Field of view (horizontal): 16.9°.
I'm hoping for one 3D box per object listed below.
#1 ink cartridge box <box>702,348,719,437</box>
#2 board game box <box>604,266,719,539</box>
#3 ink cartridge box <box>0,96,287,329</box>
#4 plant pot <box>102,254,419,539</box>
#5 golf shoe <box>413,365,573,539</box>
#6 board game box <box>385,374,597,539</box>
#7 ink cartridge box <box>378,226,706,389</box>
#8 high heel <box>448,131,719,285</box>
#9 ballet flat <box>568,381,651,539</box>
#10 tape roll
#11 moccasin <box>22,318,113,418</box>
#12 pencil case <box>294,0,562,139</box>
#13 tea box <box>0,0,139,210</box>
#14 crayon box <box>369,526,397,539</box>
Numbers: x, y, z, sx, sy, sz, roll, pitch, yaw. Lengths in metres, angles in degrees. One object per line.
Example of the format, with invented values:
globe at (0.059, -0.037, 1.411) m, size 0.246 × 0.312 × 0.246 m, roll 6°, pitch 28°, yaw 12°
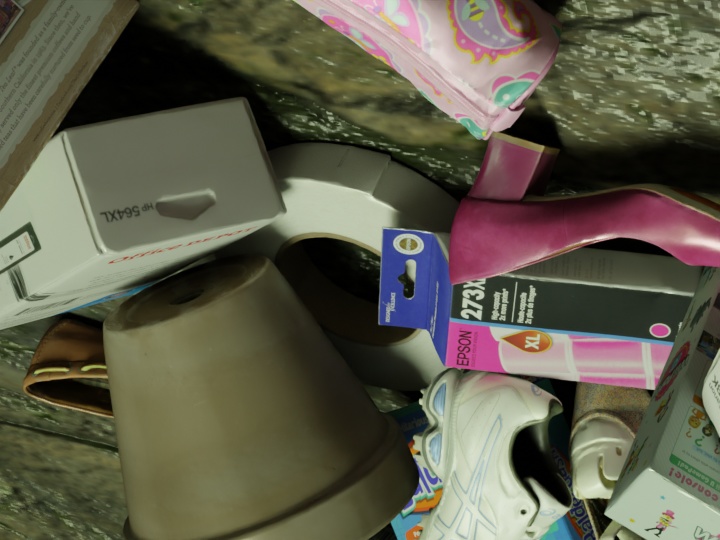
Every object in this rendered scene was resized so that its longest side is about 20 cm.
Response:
ink cartridge box at (0.307, 0.078, 1.297) m, size 0.199 × 0.147 × 0.083 m, roll -13°, pitch 148°, yaw -19°
board game box at (0.242, 0.086, 1.382) m, size 0.147 × 0.200 × 0.064 m, roll 31°, pitch 143°, yaw -4°
ink cartridge box at (-0.164, -0.033, 1.532) m, size 0.200 × 0.146 × 0.085 m, roll -26°, pitch 81°, yaw 51°
plant pot at (-0.083, 0.092, 1.563) m, size 0.199 × 0.200 × 0.174 m, roll -9°, pitch 110°, yaw 40°
golf shoe at (0.088, 0.162, 1.541) m, size 0.097 × 0.078 × 0.201 m, roll 8°, pitch 110°, yaw 34°
board game box at (0.093, 0.172, 1.619) m, size 0.152 × 0.045 × 0.201 m, roll -26°, pitch 85°, yaw 44°
ink cartridge box at (0.109, 0.024, 1.494) m, size 0.199 × 0.037 × 0.095 m, roll 8°, pitch 139°, yaw 5°
high heel at (0.143, -0.009, 1.399) m, size 0.199 × 0.096 × 0.067 m, roll 20°, pitch -173°, yaw 22°
ballet flat at (0.170, 0.152, 1.536) m, size 0.068 × 0.067 × 0.201 m, roll -27°, pitch 76°, yaw 37°
tape roll at (0.000, 0.000, 1.576) m, size 0.202 × 0.037 × 0.203 m, roll 18°, pitch 144°, yaw 14°
moccasin at (-0.151, 0.091, 1.751) m, size 0.200 × 0.078 × 0.074 m, roll 17°, pitch 143°, yaw 15°
pencil case at (0.014, -0.155, 1.335) m, size 0.200 × 0.088 × 0.087 m, roll 33°, pitch 144°, yaw -9°
tea box at (-0.273, -0.109, 1.480) m, size 0.134 × 0.200 × 0.196 m, roll 42°, pitch 142°, yaw -18°
crayon box at (0.002, 0.235, 1.741) m, size 0.126 × 0.200 × 0.051 m, roll 21°, pitch 102°, yaw 10°
